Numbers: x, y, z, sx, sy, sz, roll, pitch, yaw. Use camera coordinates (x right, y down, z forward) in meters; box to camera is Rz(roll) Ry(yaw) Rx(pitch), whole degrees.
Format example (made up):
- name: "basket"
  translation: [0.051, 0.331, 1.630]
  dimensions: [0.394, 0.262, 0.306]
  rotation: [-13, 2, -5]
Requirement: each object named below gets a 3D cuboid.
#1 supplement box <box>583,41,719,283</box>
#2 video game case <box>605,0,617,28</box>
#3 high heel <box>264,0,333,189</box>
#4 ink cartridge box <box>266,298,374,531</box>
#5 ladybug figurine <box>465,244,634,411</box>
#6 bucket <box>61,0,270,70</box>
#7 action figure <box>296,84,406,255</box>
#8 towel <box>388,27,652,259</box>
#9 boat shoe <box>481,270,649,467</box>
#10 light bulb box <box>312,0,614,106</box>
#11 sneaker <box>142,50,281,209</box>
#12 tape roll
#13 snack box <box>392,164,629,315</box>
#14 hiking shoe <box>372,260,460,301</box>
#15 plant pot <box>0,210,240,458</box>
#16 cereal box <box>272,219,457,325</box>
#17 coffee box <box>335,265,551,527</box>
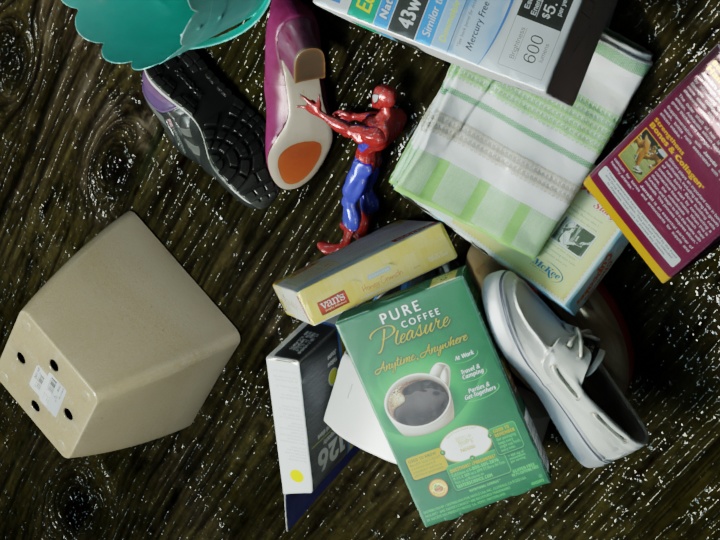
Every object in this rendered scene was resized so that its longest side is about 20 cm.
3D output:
- name: "supplement box"
  translation: [0.283, -0.094, 1.522]
  dimensions: [0.110, 0.086, 0.200]
  rotation: [52, 140, 9]
- name: "video game case"
  translation: [0.137, -0.252, 1.626]
  dimensions: [0.182, 0.022, 0.200]
  rotation: [37, 136, 24]
- name: "high heel"
  translation: [-0.066, -0.174, 1.875]
  dimensions: [0.200, 0.067, 0.096]
  rotation: [104, 152, -45]
- name: "ink cartridge box"
  translation: [-0.018, 0.124, 1.878]
  dimensions: [0.047, 0.198, 0.200]
  rotation: [9, 121, 27]
- name: "ladybug figurine"
  translation: [0.177, 0.043, 1.725]
  dimensions: [0.200, 0.072, 0.136]
  rotation: [54, 140, 7]
- name: "bucket"
  translation: [-0.183, -0.302, 1.836]
  dimensions: [0.207, 0.135, 0.207]
  rotation: [25, 129, 35]
- name: "action figure"
  translation: [-0.017, -0.111, 1.834]
  dimensions: [0.099, 0.065, 0.200]
  rotation: [33, 135, 12]
- name: "towel"
  translation: [0.132, -0.123, 1.590]
  dimensions: [0.149, 0.031, 0.200]
  rotation: [27, 104, -8]
- name: "boat shoe"
  translation: [0.176, 0.079, 1.638]
  dimensions: [0.066, 0.072, 0.200]
  rotation: [-24, 103, 33]
- name: "light bulb box"
  translation: [0.099, -0.254, 1.485]
  dimensions: [0.200, 0.125, 0.198]
  rotation: [22, 95, 15]
- name: "sneaker"
  translation: [-0.151, -0.138, 1.970]
  dimensions: [0.200, 0.076, 0.088]
  rotation: [53, 155, 13]
- name: "tape roll"
  translation: [0.071, 0.132, 1.783]
  dimensions: [0.202, 0.202, 0.071]
  rotation: [24, 102, 35]
- name: "snack box"
  translation: [0.139, -0.064, 1.674]
  dimensions: [0.200, 0.116, 0.037]
  rotation: [37, 180, 25]
- name: "hiking shoe"
  translation: [0.042, 0.034, 1.808]
  dimensions: [0.200, 0.087, 0.074]
  rotation: [122, 133, -74]
- name: "plant pot"
  translation: [-0.288, 0.091, 2.154]
  dimensions: [0.200, 0.177, 0.200]
  rotation: [48, 139, 14]
- name: "cereal box"
  translation: [0.000, 0.000, 1.763]
  dimensions: [0.040, 0.144, 0.200]
  rotation: [65, 173, -6]
- name: "coffee box"
  translation: [0.073, 0.107, 1.647]
  dimensions: [0.123, 0.044, 0.200]
  rotation: [-22, 101, 14]
